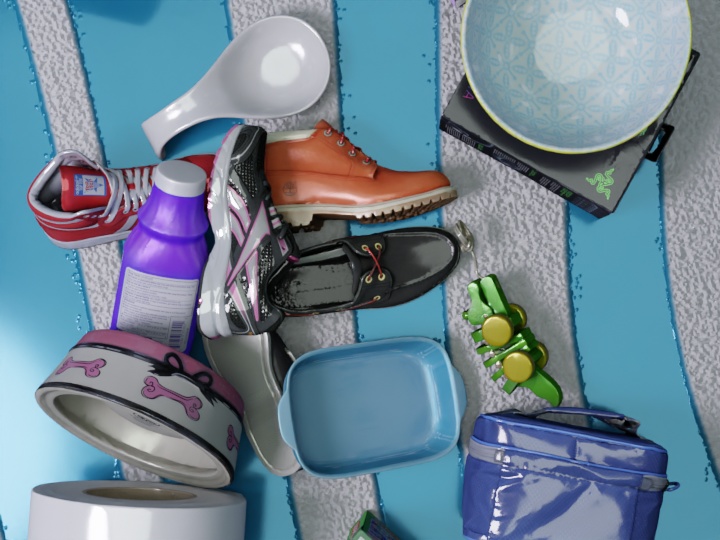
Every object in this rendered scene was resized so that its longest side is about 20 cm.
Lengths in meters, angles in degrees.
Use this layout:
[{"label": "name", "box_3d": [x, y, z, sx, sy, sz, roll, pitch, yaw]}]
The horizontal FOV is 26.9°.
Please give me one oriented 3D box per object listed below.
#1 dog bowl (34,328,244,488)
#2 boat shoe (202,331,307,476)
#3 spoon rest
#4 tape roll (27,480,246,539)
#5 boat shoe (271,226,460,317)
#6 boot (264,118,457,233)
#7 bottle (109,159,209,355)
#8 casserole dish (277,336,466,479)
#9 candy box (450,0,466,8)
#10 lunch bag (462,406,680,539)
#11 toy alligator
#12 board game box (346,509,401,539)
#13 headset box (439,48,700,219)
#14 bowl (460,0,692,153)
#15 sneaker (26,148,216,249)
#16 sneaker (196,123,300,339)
[{"label": "dog bowl", "box_3d": [-0.196, 0.125, 1.395, 0.199, 0.200, 0.074, 23, 67, 3]}, {"label": "boat shoe", "box_3d": [-0.091, 0.097, 1.452, 0.074, 0.060, 0.201, -28, 85, 27]}, {"label": "spoon rest", "box_3d": [-0.122, -0.173, 1.461, 0.199, 0.061, 0.100, -30, 88, 2]}, {"label": "tape roll", "box_3d": [-0.204, 0.239, 1.382, 0.200, 0.202, 0.071, 3, 87, 2]}, {"label": "boat shoe", "box_3d": [0.001, 0.003, 1.452, 0.200, 0.063, 0.074, -13, 85, 0]}, {"label": "boot", "box_3d": [-0.007, -0.096, 1.451, 0.198, 0.075, 0.108, -3, 83, 3]}, {"label": "bottle", "box_3d": [-0.184, -0.005, 1.414, 0.083, 0.065, 0.201, 9, 118, -8]}, {"label": "casserole dish", "box_3d": [0.007, 0.130, 1.425, 0.198, 0.039, 0.122, -7, 85, -27]}, {"label": "candy box", "box_3d": [0.133, -0.377, 1.440, 0.199, 0.072, 0.169, -30, 76, 1]}, {"label": "lunch bag", "box_3d": [0.196, 0.194, 1.400, 0.198, 0.136, 0.134, 8, 89, 1]}, {"label": "toy alligator", "box_3d": [0.125, 0.051, 1.447, 0.054, 0.059, 0.201, -32, 87, 25]}, {"label": "board game box", "box_3d": [0.069, 0.308, 1.402, 0.200, 0.135, 0.029, 42, 90, 3]}, {"label": "headset box", "box_3d": [0.202, -0.166, 1.433, 0.199, 0.093, 0.175, 30, 90, 2]}, {"label": "bowl", "box_3d": [0.186, -0.199, 1.333, 0.198, 0.108, 0.202, 0, 89, 2]}, {"label": "sneaker", "box_3d": [-0.219, -0.079, 1.432, 0.198, 0.113, 0.072, -17, 72, 1]}, {"label": "sneaker", "box_3d": [-0.095, -0.033, 1.404, 0.086, 0.080, 0.202, 4, 86, 7]}]
